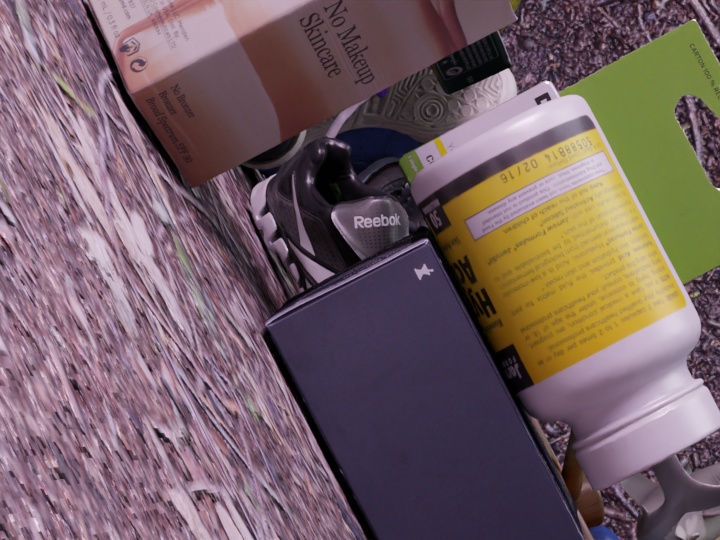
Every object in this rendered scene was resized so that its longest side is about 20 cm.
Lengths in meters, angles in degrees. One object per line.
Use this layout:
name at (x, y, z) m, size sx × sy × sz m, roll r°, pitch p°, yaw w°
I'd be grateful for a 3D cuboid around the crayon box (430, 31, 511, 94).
crayon box at (0.029, -0.224, 1.613) m, size 0.126 × 0.052 × 0.200 m, roll 50°, pitch 17°, yaw -75°

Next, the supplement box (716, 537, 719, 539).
supplement box at (0.227, 0.301, 1.793) m, size 0.134 × 0.200 × 0.200 m, roll 62°, pitch 4°, yaw -23°

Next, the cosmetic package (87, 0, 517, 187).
cosmetic package at (-0.031, -0.141, 1.327) m, size 0.087 × 0.200 × 0.103 m, roll 64°, pitch 4°, yaw 34°

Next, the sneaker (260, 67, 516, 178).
sneaker at (0.015, -0.103, 1.768) m, size 0.111 × 0.200 × 0.077 m, roll 54°, pitch 24°, yaw -74°

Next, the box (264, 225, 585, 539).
box at (0.039, 0.087, 1.434) m, size 0.200 × 0.104 × 0.182 m, roll 62°, pitch 2°, yaw -1°

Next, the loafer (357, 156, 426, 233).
loafer at (0.037, -0.031, 1.736) m, size 0.063 × 0.072 × 0.200 m, roll 30°, pitch 4°, yaw 15°

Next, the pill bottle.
pill bottle at (0.118, 0.014, 1.380) m, size 0.200 × 0.111 × 0.111 m, roll 62°, pitch 3°, yaw 5°

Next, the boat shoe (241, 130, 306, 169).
boat shoe at (-0.099, -0.147, 1.436) m, size 0.200 × 0.074 × 0.066 m, roll 63°, pitch 6°, yaw 19°

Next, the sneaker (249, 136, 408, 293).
sneaker at (0.000, 0.000, 1.560) m, size 0.200 × 0.066 × 0.091 m, roll 61°, pitch -43°, yaw 24°

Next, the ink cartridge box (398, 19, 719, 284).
ink cartridge box at (0.144, -0.047, 1.482) m, size 0.148 × 0.200 × 0.076 m, roll 62°, pitch 3°, yaw 5°

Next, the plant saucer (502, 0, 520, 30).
plant saucer at (0.056, -0.284, 1.612) m, size 0.200 × 0.048 × 0.200 m, roll 58°, pitch 8°, yaw -61°

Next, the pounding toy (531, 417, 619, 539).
pounding toy at (0.122, 0.175, 1.669) m, size 0.200 × 0.142 × 0.184 m, roll 62°, pitch 3°, yaw -13°

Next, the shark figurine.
shark figurine at (0.193, 0.145, 1.618) m, size 0.090 × 0.128 × 0.214 m, roll 47°, pitch 11°, yaw 17°

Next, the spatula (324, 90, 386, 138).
spatula at (-0.015, -0.088, 1.632) m, size 0.021 × 0.200 × 0.057 m, roll 12°, pitch 24°, yaw -25°
